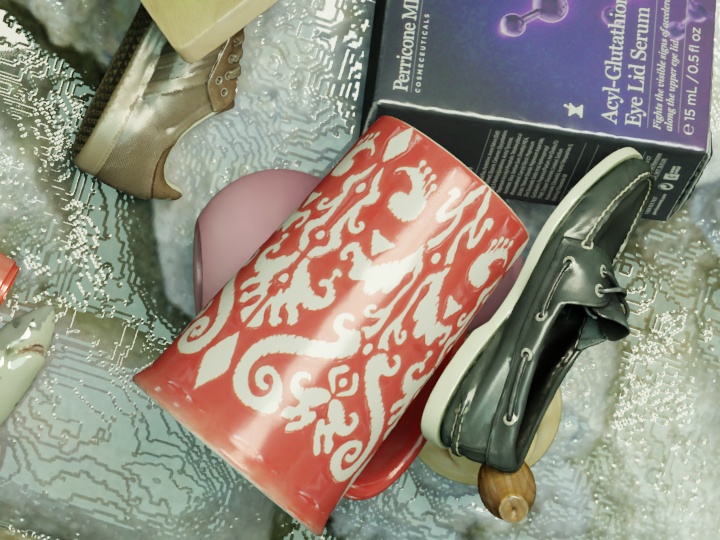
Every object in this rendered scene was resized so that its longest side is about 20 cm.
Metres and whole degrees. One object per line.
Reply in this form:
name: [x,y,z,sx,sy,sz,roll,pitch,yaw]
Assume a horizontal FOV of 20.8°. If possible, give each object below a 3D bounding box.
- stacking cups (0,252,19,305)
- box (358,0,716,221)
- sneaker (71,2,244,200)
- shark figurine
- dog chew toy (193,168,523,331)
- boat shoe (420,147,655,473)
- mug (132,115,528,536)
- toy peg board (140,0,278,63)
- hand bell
stacking cups: [-0.308,-0.030,1.210,0.199,0.061,0.061,32,92,-4]
box: [0.105,-0.126,1.170,0.199,0.104,0.149,7,68,-3]
sneaker: [-0.103,-0.138,1.215,0.075,0.070,0.201,29,95,-22]
shark figurine: [-0.293,0.087,1.196,0.089,0.214,0.129,37,127,33]
dog chew toy: [0.000,0.000,1.192,0.199,0.125,0.125,-1,93,-9]
boat shoe: [0.115,0.025,1.082,0.066,0.075,0.200,32,76,28]
mug: [-0.009,0.030,1.091,0.133,0.178,0.200,38,85,14]
toy peg board: [-0.083,-0.262,1.132,0.199,0.098,0.200,-37,57,2]
hand bell: [0.081,0.106,1.150,0.104,0.200,0.105,0,102,-2]
